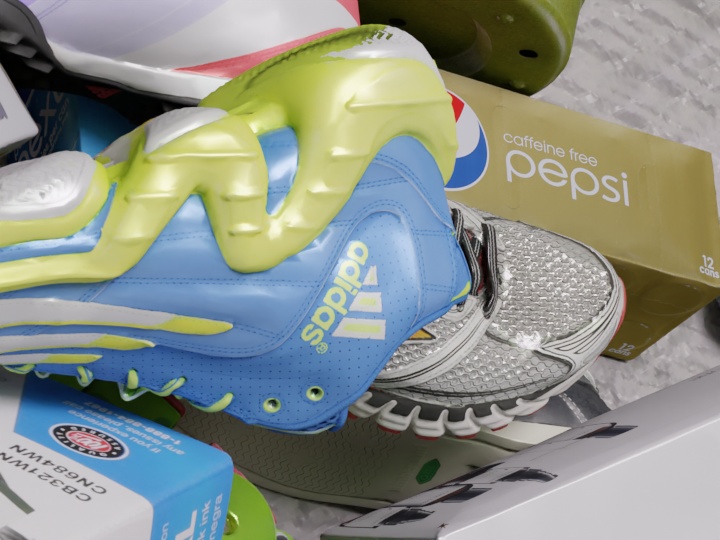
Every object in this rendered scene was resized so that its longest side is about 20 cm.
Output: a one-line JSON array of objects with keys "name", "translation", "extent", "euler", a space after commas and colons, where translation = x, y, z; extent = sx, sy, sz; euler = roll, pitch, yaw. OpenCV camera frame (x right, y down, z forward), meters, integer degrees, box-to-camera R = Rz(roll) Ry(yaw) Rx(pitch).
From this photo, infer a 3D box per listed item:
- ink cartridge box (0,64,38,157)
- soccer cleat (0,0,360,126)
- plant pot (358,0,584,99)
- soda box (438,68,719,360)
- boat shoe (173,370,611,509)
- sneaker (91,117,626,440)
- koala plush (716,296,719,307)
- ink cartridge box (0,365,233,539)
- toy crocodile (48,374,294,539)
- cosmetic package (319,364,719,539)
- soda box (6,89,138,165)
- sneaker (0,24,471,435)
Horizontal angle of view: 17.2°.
[{"name": "ink cartridge box", "translation": [-0.160, -0.013, 0.627], "extent": [0.037, 0.095, 0.200], "euler": [60, 15, -7]}, {"name": "soccer cleat", "translation": [-0.087, -0.091, 0.752], "extent": [0.200, 0.068, 0.073], "euler": [16, 76, -30]}, {"name": "plant pot", "translation": [0.025, -0.170, 0.901], "extent": [0.200, 0.200, 0.193], "euler": [20, 66, -23]}, {"name": "soda box", "translation": [0.038, -0.027, 0.889], "extent": [0.200, 0.068, 0.064], "euler": [14, 57, -27]}, {"name": "boat shoe", "translation": [0.005, 0.041, 0.834], "extent": [0.200, 0.072, 0.068], "euler": [17, 43, -26]}, {"name": "sneaker", "translation": [0.000, 0.000, 0.747], "extent": [0.200, 0.082, 0.078], "euler": [7, 55, -28]}, {"name": "koala plush", "translation": [0.278, -0.036, 0.965], "extent": [0.177, 0.200, 0.184], "euler": [35, 50, -11]}, {"name": "ink cartridge box", "translation": [-0.147, 0.084, 0.610], "extent": [0.146, 0.084, 0.200], "euler": [21, 19, 22]}, {"name": "toy crocodile", "translation": [-0.079, 0.059, 0.762], "extent": [0.200, 0.068, 0.062], "euler": [46, 48, -1]}, {"name": "cosmetic package", "translation": [0.094, 0.073, 0.783], "extent": [0.200, 0.083, 0.051], "euler": [-20, 96, -28]}, {"name": "soda box", "translation": [-0.087, -0.083, 0.843], "extent": [0.068, 0.064, 0.200], "euler": [8, 59, -29]}, {"name": "sneaker", "translation": [-0.055, 0.011, 0.649], "extent": [0.200, 0.076, 0.105], "euler": [-24, 98, -12]}]
